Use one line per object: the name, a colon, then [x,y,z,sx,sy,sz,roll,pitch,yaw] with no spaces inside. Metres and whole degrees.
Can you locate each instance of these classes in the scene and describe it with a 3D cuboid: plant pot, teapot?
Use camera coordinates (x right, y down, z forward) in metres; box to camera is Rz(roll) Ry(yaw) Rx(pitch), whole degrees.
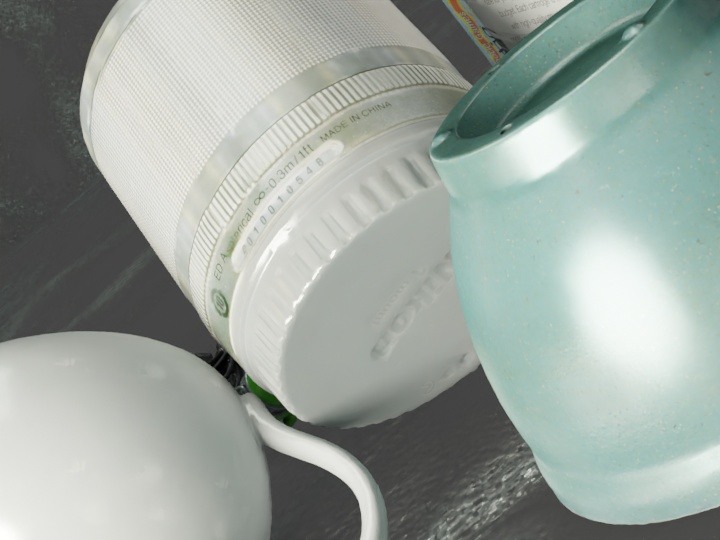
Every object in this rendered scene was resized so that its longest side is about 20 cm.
plant pot: [0.109,-0.029,0.546,0.200,0.134,0.201,-37,15,12]
teapot: [-0.118,0.131,0.644,0.200,0.196,0.147,-54,40,39]

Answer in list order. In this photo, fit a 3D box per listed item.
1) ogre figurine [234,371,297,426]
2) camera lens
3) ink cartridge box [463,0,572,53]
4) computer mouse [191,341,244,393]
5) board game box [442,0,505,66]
ogre figurine: [0.000,0.000,0.843,0.199,0.099,0.120,-31,-10,-26]
camera lens: [-0.025,-0.049,0.697,0.160,0.160,0.200,-40,55,1]
ink cartridge box: [0.119,-0.133,0.696,0.086,0.200,0.146,-43,15,-12]
computer mouse: [-0.150,0.089,1.034,0.199,0.053,0.139,-34,16,24]
board game box: [0.167,-0.221,1.035,0.200,0.105,0.103,-43,15,-9]
